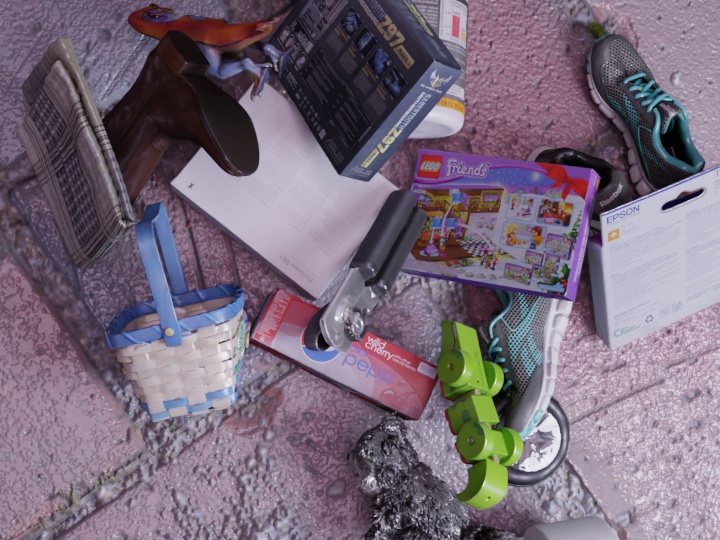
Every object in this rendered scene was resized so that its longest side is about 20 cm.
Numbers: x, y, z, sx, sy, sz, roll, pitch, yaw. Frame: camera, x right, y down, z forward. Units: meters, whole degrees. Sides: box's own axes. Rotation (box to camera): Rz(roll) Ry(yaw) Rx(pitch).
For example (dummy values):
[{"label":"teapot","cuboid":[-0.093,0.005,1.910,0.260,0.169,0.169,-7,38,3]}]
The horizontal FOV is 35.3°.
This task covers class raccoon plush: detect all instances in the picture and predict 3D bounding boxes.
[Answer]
[{"label":"raccoon plush","cuboid":[0.080,0.222,1.167,0.200,0.097,0.134,2,116,13]}]

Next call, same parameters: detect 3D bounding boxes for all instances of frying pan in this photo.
[{"label":"frying pan","cuboid":[0.188,0.147,1.259,0.115,0.031,0.190,11,86,-10]}]

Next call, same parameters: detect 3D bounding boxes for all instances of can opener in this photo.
[{"label":"can opener","cuboid":[0.000,0.000,1.171,0.053,0.067,0.200,55,49,-34]}]

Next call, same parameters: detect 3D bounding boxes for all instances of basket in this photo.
[{"label":"basket","cuboid":[-0.186,0.036,1.141,0.139,0.176,0.200,-17,103,0]}]

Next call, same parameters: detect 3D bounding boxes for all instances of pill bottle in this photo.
[{"label":"pill bottle","cuboid":[0.059,-0.250,1.223,0.116,0.116,0.200,4,86,-8]}]

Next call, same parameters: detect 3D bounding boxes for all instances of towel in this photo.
[{"label":"towel","cuboid":[-0.291,-0.111,1.128,0.035,0.193,0.200,-19,87,-28]}]

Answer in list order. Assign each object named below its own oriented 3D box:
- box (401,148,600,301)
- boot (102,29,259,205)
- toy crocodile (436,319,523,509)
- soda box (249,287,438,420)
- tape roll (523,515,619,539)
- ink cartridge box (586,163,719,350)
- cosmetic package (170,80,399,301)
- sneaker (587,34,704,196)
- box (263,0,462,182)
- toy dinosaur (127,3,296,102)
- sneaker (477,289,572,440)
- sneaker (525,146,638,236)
[{"label":"box","cuboid":[0.143,-0.051,1.208,0.200,0.039,0.137,10,83,27]},{"label":"boot","cuboid":[-0.201,-0.110,1.137,0.200,0.064,0.186,-44,61,29]},{"label":"toy crocodile","cuboid":[0.113,0.143,1.161,0.067,0.062,0.200,18,51,-45]},{"label":"soda box","cuboid":[-0.019,0.090,1.209,0.200,0.070,0.063,27,80,-6]},{"label":"tape roll","cuboid":[0.227,0.357,1.160,0.071,0.202,0.203,-8,87,-10]},{"label":"ink cartridge box","cuboid":[0.342,-0.029,1.230,0.196,0.043,0.200,-22,129,-9]},{"label":"cosmetic package","cuboid":[-0.081,-0.086,1.223,0.200,0.052,0.151,39,79,-4]},{"label":"sneaker","cuboid":[0.325,-0.178,1.262,0.078,0.091,0.200,-27,90,-17]},{"label":"box","cuboid":[-0.004,-0.216,1.162,0.158,0.051,0.200,-49,56,27]},{"label":"toy dinosaur","cuboid":[-0.162,-0.250,1.173,0.181,0.200,0.105,29,58,7]},{"label":"sneaker","cuboid":[0.167,0.089,1.224,0.091,0.078,0.200,16,61,0]},{"label":"sneaker","cuboid":[0.275,-0.072,1.255,0.200,0.090,0.066,36,82,-4]}]
